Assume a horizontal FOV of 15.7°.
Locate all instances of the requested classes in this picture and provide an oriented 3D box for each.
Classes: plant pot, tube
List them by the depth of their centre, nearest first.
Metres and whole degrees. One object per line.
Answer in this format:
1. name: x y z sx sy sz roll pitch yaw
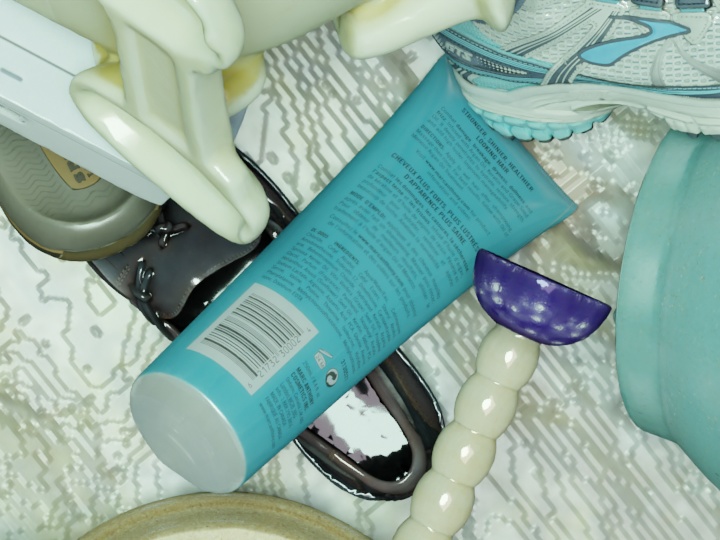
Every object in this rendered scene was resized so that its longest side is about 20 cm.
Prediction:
1. plant pot: 0.171 0.010 0.923 0.134 0.200 0.201 10 93 24
2. tube: 0.000 0.000 0.935 0.200 0.050 0.077 -42 100 -35

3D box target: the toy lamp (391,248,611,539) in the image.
1. toy lamp: 0.022 0.092 0.914 0.058 0.058 0.200 24 91 -4

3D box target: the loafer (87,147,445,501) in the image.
1. loafer: -0.043 0.007 0.963 0.200 0.063 0.072 45 91 -4

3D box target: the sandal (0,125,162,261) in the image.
1. sandal: -0.138 -0.093 0.940 0.082 0.055 0.200 -28 73 -6

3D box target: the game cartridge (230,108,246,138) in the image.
1. game cartridge: -0.082 -0.156 0.928 0.133 0.041 0.200 17 73 -11

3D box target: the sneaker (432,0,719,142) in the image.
1. sneaker: 0.096 -0.095 0.896 0.086 0.200 0.078 46 53 -32

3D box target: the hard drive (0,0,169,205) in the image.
1. hard drive: -0.083 -0.140 0.892 0.132 0.027 0.200 28 70 -11

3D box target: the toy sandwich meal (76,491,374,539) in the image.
1. toy sandwich meal: -0.053 0.183 0.974 0.205 0.070 0.206 0 82 -1

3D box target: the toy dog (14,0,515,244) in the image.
1. toy dog: -0.025 -0.137 0.841 0.194 0.140 0.200 35 66 30
